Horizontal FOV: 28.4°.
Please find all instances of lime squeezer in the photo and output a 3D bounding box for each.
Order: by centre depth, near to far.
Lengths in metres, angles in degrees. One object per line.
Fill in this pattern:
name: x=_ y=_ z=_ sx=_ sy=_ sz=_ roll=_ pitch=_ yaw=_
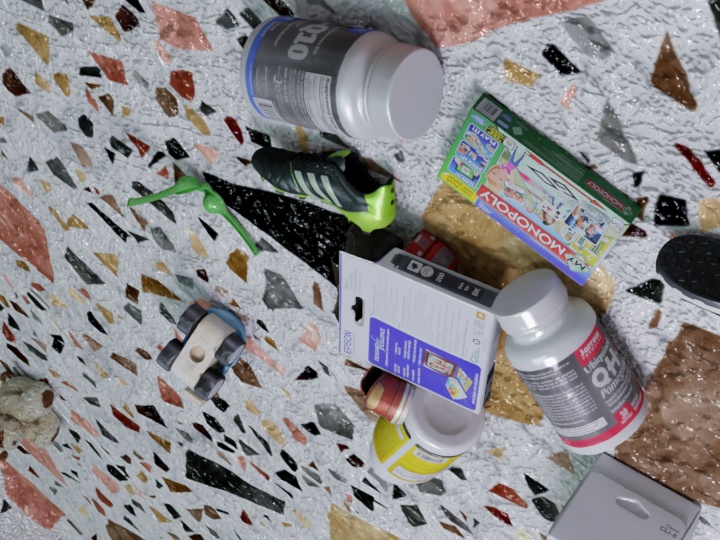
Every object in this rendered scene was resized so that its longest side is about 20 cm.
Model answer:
lime squeezer: x=-0.212 y=-0.086 z=1.900 sx=0.199 sy=0.071 sz=0.038 roll=22 pitch=141 yaw=-29

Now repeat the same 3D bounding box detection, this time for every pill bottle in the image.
pill bottle: x=-0.020 y=-0.199 z=1.485 sx=0.199 sy=0.114 sz=0.114 roll=16 pitch=141 yaw=36
pill bottle: x=0.230 y=0.099 z=1.587 sx=0.110 sy=0.111 sz=0.200 roll=-5 pitch=127 yaw=51
pill bottle: x=0.082 y=0.219 z=1.905 sx=0.112 sy=0.113 sz=0.200 roll=40 pitch=149 yaw=1

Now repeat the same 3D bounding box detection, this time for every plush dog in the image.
plush dog: x=-0.708 y=0.298 z=2.834 sx=0.160 sy=0.172 sz=0.200 roll=33 pitch=149 yaw=15

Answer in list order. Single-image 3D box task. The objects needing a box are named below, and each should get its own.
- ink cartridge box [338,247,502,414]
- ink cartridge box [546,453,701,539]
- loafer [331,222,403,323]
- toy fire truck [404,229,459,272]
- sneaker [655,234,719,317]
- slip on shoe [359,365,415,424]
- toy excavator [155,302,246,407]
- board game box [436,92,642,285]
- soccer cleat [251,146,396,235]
ink cartridge box: x=0.069 y=0.064 z=1.693 sx=0.199 sy=0.043 sz=0.199 roll=22 pitch=143 yaw=16
ink cartridge box: x=0.320 y=0.362 z=1.787 sx=0.145 sy=0.145 sz=0.200 roll=27 pitch=146 yaw=23
loafer: x=0.000 y=0.000 z=1.772 sx=0.071 sy=0.073 sz=0.200 roll=44 pitch=146 yaw=14
toy fire truck: x=0.095 y=0.048 z=1.735 sx=0.141 sy=0.049 sz=0.200 roll=35 pitch=147 yaw=8
sneaker: x=0.375 y=0.038 z=1.382 sx=0.200 sy=0.072 sz=0.083 roll=29 pitch=157 yaw=29
slip on shoe: x=0.031 y=0.142 z=1.834 sx=0.061 sy=0.074 sz=0.200 roll=22 pitch=-169 yaw=-6
toy excavator: x=-0.232 y=0.140 z=2.180 sx=0.100 sy=0.200 sz=0.195 roll=36 pitch=105 yaw=10
board game box: x=0.183 y=-0.083 z=1.490 sx=0.200 sy=0.029 sz=0.135 roll=37 pitch=148 yaw=7
soccer cleat: x=-0.041 y=-0.115 z=1.678 sx=0.199 sy=0.067 sz=0.081 roll=26 pitch=129 yaw=22
